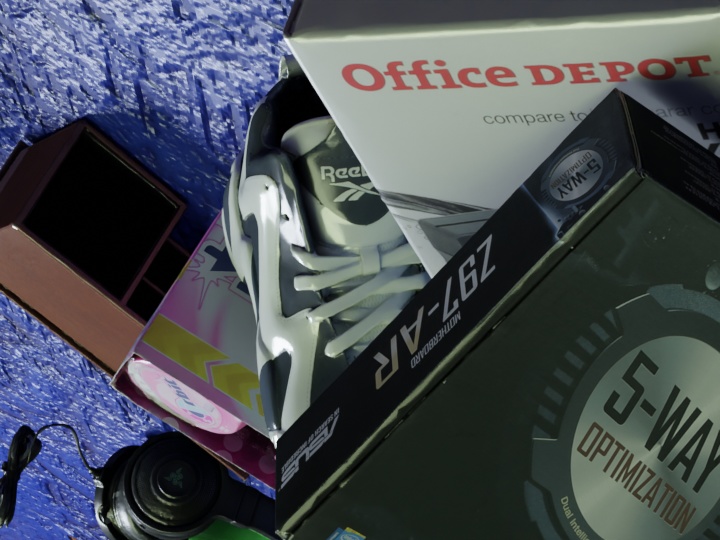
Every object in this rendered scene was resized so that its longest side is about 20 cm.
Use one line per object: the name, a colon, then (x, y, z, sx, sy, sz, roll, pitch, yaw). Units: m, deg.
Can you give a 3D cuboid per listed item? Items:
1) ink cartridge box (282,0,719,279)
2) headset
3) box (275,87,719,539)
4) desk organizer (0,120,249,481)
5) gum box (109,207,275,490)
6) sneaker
ink cartridge box: (0.086, -0.042, 0.670, 0.145, 0.084, 0.200, -1, 144, 29)
headset: (-0.134, 0.153, 1.363, 0.200, 0.094, 0.123, 26, 159, -18)
box: (0.100, 0.061, 0.637, 0.200, 0.044, 0.160, 32, 118, -22)
desk organizer: (-0.097, 0.017, 1.069, 0.200, 0.072, 0.077, 40, 153, -21)
gum box: (0.006, 0.051, 0.954, 0.200, 0.114, 0.066, 32, 157, -4)
sneaker: (0.000, 0.000, 0.824, 0.079, 0.199, 0.130, -8, 144, -11)
